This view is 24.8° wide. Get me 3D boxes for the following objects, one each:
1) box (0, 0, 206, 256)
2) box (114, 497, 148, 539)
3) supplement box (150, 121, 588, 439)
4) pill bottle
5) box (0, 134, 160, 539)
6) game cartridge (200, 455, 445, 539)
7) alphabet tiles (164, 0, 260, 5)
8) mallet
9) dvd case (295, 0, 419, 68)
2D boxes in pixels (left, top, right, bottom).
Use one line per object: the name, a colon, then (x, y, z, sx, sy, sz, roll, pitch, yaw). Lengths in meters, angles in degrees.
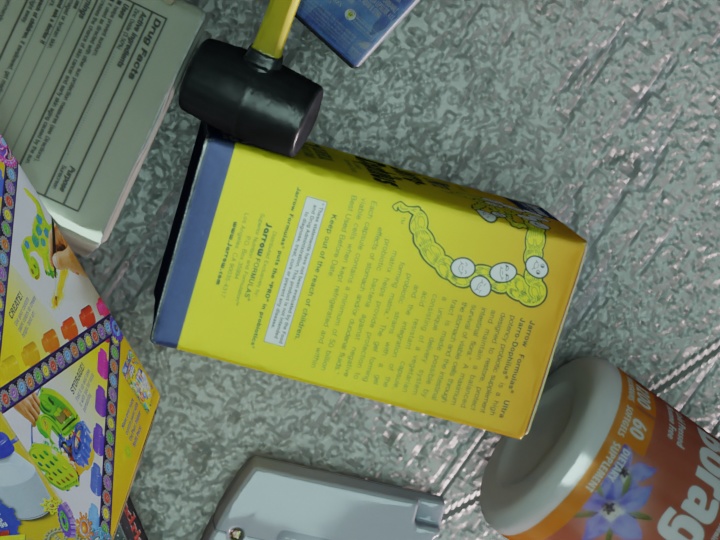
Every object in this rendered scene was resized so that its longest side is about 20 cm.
box: (-0.195, -0.105, 0.805, 0.200, 0.109, 0.128, 25, 82, -11)
box: (-0.182, 0.172, 0.892, 0.137, 0.038, 0.200, -21, 97, 7)
supplement box: (0.000, 0.000, 0.860, 0.200, 0.109, 0.110, 15, 100, -9)
pill bottle: (0.175, 0.144, 0.907, 0.200, 0.112, 0.112, 34, 96, -12)
box: (-0.231, 0.048, 0.746, 0.200, 0.122, 0.193, -16, 121, 19)
game cartridge: (-0.040, 0.209, 0.936, 0.133, 0.040, 0.200, 13, 100, -12)
alphabet tiles: (-0.107, -0.225, 0.802, 0.200, 0.008, 0.167, 36, 56, -12)
mallet: (-0.017, -0.141, 0.750, 0.066, 0.041, 0.200, 31, 119, -1)
dvd case: (0.010, -0.210, 0.749, 0.143, 0.018, 0.200, 42, 114, -6)
